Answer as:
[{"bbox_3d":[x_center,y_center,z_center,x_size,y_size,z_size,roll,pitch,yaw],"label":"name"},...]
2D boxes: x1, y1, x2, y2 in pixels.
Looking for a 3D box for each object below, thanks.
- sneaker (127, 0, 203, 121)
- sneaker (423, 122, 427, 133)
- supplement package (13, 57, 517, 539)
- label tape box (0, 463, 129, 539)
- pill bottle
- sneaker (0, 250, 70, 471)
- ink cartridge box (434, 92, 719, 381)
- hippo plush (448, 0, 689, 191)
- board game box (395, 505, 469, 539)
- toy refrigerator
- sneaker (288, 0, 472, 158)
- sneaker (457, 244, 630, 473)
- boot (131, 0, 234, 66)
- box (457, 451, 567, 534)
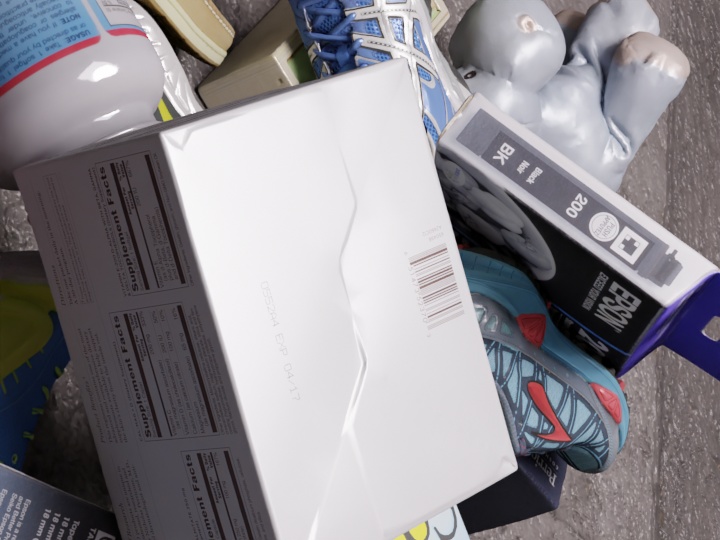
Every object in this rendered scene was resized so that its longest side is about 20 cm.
[{"bbox_3d":[-0.113,-0.054,1.147,0.200,0.074,0.085,51,44,-12],"label":"sneaker"},{"bbox_3d":[0.000,0.000,1.061,0.072,0.083,0.201,15,67,-38],"label":"sneaker"},{"bbox_3d":[-0.040,0.024,0.938,0.155,0.111,0.201,-22,100,-44],"label":"supplement package"},{"bbox_3d":[-0.183,0.154,0.908,0.200,0.063,0.145,32,72,-42],"label":"label tape box"},{"bbox_3d":[-0.165,-0.112,1.020,0.109,0.109,0.200,-16,72,-55],"label":"pill bottle"},{"bbox_3d":[-0.182,0.053,1.008,0.200,0.075,0.106,-22,110,-56],"label":"sneaker"},{"bbox_3d":[0.126,0.001,1.130,0.200,0.198,0.043,36,80,8],"label":"ink cartridge box"},{"bbox_3d":[0.110,-0.118,1.449,0.160,0.159,0.201,16,103,-30],"label":"hippo plush"},{"bbox_3d":[-0.027,0.119,1.131,0.103,0.105,0.201,-25,95,-45],"label":"board game box"},{"bbox_3d":[-0.017,-0.140,1.311,0.076,0.070,0.200,58,36,-17],"label":"toy refrigerator"},{"bbox_3d":[0.008,-0.125,1.216,0.200,0.076,0.077,55,36,-16],"label":"sneaker"},{"bbox_3d":[0.078,0.071,1.168,0.200,0.079,0.096,46,64,-40],"label":"sneaker"},{"bbox_3d":[-0.096,-0.220,1.161,0.155,0.072,0.200,-53,140,-10],"label":"boot"},{"bbox_3d":[0.062,0.043,1.301,0.148,0.104,0.200,48,40,-30],"label":"box"}]
